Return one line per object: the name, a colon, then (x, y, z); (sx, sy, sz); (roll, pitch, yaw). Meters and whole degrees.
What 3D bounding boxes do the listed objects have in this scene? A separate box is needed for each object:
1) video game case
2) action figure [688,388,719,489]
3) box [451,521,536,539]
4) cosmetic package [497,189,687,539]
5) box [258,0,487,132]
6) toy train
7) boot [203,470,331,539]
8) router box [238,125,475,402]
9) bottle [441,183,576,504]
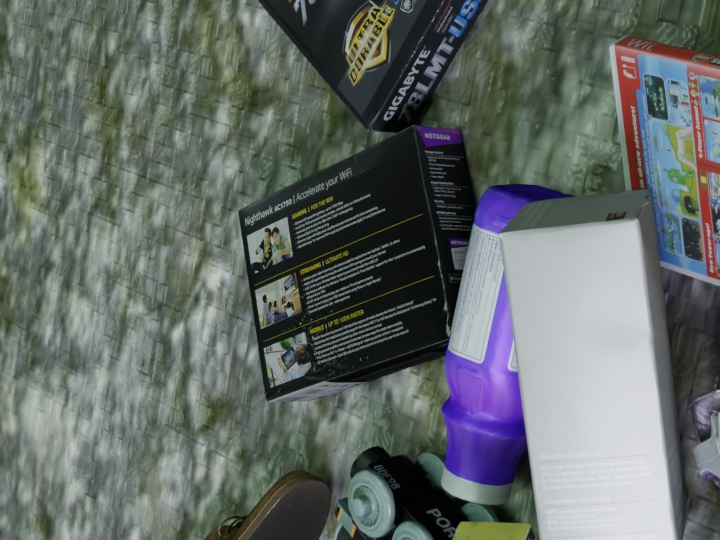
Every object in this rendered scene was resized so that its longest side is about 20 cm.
video game case: (0.225, -0.046, 0.932); (0.199, 0.017, 0.144); (22, 134, 45)
action figure: (0.224, 0.166, 0.916); (0.069, 0.129, 0.202); (139, 126, -66)
box: (0.098, 0.244, 0.996); (0.050, 0.075, 0.201); (-2, 127, 30)
cosmetic package: (0.137, 0.061, 0.969); (0.089, 0.107, 0.202); (-9, 97, 15)
box: (0.014, -0.234, 1.181); (0.199, 0.049, 0.201); (51, 124, 32)
toy train: (0.050, 0.210, 1.126); (0.200, 0.085, 0.115); (44, 130, 37)
boot: (-0.089, 0.210, 1.282); (0.201, 0.073, 0.076); (-58, 43, 32)
router box: (0.000, 0.000, 1.192); (0.199, 0.051, 0.151); (-21, 73, 44)
bottle: (0.094, 0.047, 1.072); (0.065, 0.083, 0.202); (20, 105, 33)
